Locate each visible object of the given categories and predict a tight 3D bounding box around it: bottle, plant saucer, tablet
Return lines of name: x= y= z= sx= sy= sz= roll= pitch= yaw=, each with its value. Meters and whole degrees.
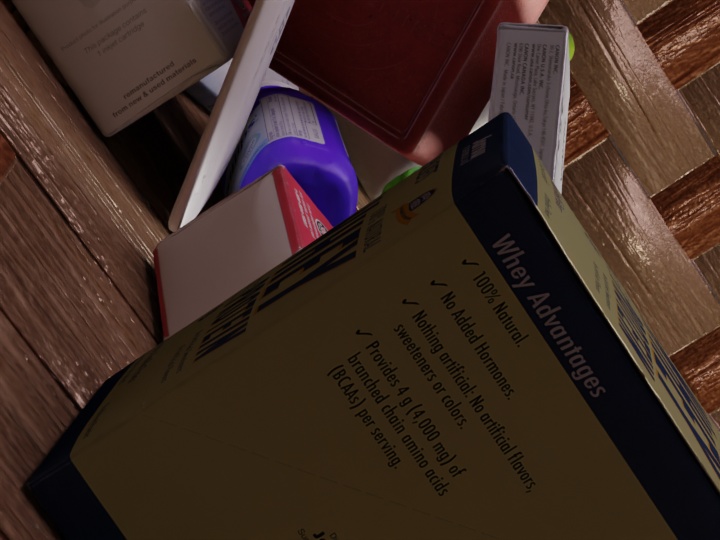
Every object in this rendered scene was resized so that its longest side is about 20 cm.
bottle: x=-0.045 y=-0.061 z=1.131 sx=0.065 sy=0.084 sz=0.200 roll=14 pitch=20 yaw=-12
plant saucer: x=0.000 y=-0.168 z=1.111 sx=0.199 sy=0.200 sz=0.037 roll=33 pitch=41 yaw=3
tablet: x=-0.051 y=-0.124 z=1.023 sx=0.014 sy=0.201 sz=0.130 roll=23 pitch=20 yaw=-2

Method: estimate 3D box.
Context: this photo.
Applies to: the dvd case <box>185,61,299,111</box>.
dvd case: x=-0.088 y=-0.163 z=1.282 sx=0.200 sy=0.017 sz=0.144 roll=37 pitch=44 yaw=-60

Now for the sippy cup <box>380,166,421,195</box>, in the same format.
sippy cup: x=0.082 y=0.016 z=1.392 sx=0.177 sy=0.140 sz=0.131 roll=15 pitch=35 yaw=-10

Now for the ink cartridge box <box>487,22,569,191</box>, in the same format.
ink cartridge box: x=0.090 y=-0.012 z=1.105 sx=0.174 sy=0.043 sz=0.201 roll=69 pitch=27 yaw=-69

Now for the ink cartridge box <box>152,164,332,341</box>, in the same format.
ink cartridge box: x=-0.006 y=0.071 z=0.931 sx=0.200 sy=0.085 sz=0.148 roll=48 pitch=13 yaw=-33

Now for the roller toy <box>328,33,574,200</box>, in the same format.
roller toy: x=0.058 y=-0.146 z=1.582 sx=0.140 sy=0.199 sz=0.183 roll=59 pitch=-24 yaw=11

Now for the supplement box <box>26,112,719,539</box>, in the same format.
supplement box: x=0.026 y=0.085 z=0.720 sx=0.201 sy=0.199 sz=0.134 roll=56 pitch=10 yaw=-8

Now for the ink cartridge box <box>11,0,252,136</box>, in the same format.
ink cartridge box: x=-0.146 y=-0.183 z=1.034 sx=0.201 sy=0.085 sz=0.146 roll=57 pitch=11 yaw=-8
